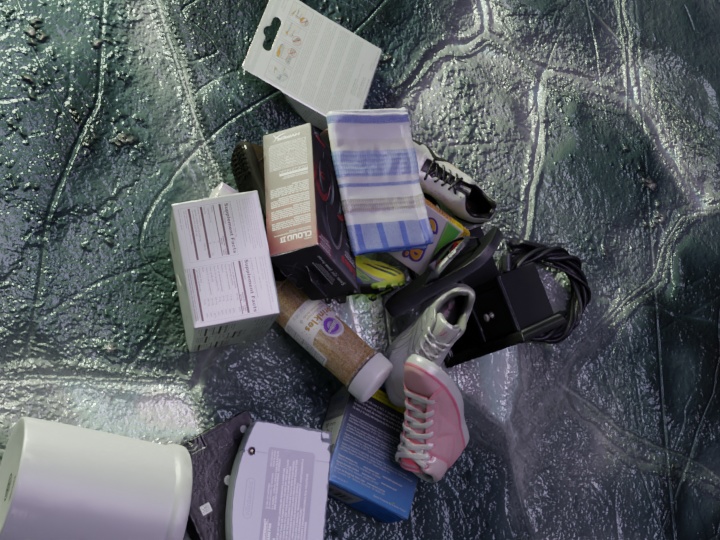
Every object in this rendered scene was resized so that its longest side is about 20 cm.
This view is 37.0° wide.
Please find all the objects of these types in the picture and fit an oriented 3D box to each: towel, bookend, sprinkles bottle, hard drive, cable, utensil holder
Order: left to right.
[{"bbox_3d":[-0.317,0.270,1.254,0.197,0.169,0.173,17,67,-23],"label":"utensil holder"},{"bbox_3d":[-0.167,0.305,1.410,0.138,0.038,0.203,-25,89,-34],"label":"hard drive"},{"bbox_3d":[-0.048,0.092,1.488,0.199,0.069,0.068,41,56,12],"label":"sprinkles bottle"},{"bbox_3d":[0.028,-0.125,1.477,0.145,0.024,0.204,-6,83,-38],"label":"towel"},{"bbox_3d":[0.180,0.021,1.610,0.091,0.199,0.202,-19,86,-34],"label":"bookend"},{"bbox_3d":[0.304,0.039,1.770,0.197,0.051,0.166,16,68,-27],"label":"cable"}]

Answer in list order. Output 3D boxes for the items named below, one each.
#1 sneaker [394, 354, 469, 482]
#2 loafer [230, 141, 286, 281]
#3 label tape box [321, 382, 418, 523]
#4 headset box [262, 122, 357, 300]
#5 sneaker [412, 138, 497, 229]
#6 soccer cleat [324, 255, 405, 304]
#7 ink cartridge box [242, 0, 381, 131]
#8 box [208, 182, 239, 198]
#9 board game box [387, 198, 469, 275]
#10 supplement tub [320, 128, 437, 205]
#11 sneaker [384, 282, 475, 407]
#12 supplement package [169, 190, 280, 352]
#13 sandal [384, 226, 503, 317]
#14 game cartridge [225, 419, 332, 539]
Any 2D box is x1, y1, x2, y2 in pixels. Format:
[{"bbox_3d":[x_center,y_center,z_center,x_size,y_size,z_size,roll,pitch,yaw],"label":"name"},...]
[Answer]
[{"bbox_3d":[0.087,0.211,1.456,0.105,0.075,0.202,-49,139,-27],"label":"sneaker"},{"bbox_3d":[-0.118,-0.087,1.486,0.070,0.073,0.204,-9,78,-32],"label":"loafer"},{"bbox_3d":[0.021,0.235,1.530,0.143,0.063,0.203,30,60,-21],"label":"label tape box"},{"bbox_3d":[-0.065,-0.066,1.423,0.149,0.074,0.203,49,32,-58],"label":"headset box"},{"bbox_3d":[0.121,-0.134,1.570,0.198,0.080,0.075,33,76,-24],"label":"sneaker"},{"bbox_3d":[0.000,0.000,1.559,0.199,0.064,0.085,-2,67,-55],"label":"soccer cleat"},{"bbox_3d":[-0.076,-0.315,1.652,0.197,0.057,0.165,25,64,-14],"label":"ink cartridge box"},{"bbox_3d":[-0.130,-0.055,1.538,0.198,0.041,0.039,32,61,-21],"label":"box"},{"bbox_3d":[0.057,-0.071,1.554,0.198,0.096,0.030,33,23,-16],"label":"board game box"},{"bbox_3d":[0.025,-0.142,1.620,0.197,0.107,0.109,11,70,-27],"label":"supplement tub"},{"bbox_3d":[0.097,0.097,1.507,0.077,0.099,0.202,30,77,-8],"label":"sneaker"},{"bbox_3d":[-0.178,0.006,1.381,0.109,0.200,0.159,-9,80,-13],"label":"supplement package"},{"bbox_3d":[0.115,-0.003,1.527,0.198,0.076,0.043,-34,102,6],"label":"sandal"},{"bbox_3d":[-0.108,0.301,1.394,0.131,0.040,0.204,13,70,-23],"label":"game cartridge"}]
